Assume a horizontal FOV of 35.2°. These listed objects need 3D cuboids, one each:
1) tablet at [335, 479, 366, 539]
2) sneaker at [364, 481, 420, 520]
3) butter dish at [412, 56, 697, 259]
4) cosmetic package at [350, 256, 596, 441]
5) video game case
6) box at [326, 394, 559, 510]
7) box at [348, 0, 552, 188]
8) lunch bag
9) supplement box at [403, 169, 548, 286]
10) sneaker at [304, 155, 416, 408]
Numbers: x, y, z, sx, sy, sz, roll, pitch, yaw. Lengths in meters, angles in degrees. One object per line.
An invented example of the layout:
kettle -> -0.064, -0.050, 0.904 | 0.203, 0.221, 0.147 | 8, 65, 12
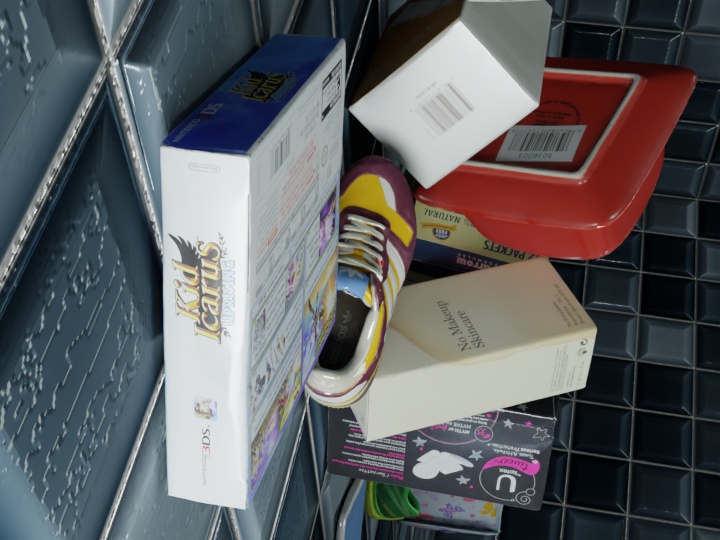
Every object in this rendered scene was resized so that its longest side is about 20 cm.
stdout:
tablet -> -0.017, 0.331, 1.226 | 0.130, 0.014, 0.201 | -51, 146, -74
sneaker -> 0.051, 0.194, 1.322 | 0.074, 0.083, 0.201 | -49, 145, -74
butter dish -> 0.181, -0.079, 0.996 | 0.200, 0.200, 0.148 | -55, 137, -28
cosmetic package -> 0.082, 0.062, 0.948 | 0.104, 0.200, 0.073 | -120, -155, -46
video game case -> -0.051, -0.010, 0.592 | 0.200, 0.045, 0.182 | -65, 160, -63
box -> 0.079, 0.123, 1.049 | 0.132, 0.199, 0.115 | -70, 166, -56
box -> 0.083, -0.183, 0.973 | 0.124, 0.097, 0.200 | -36, -160, 30
lunch bag -> 0.151, 0.361, 1.845 | 0.127, 0.169, 0.200 | -75, 170, -46
supplement box -> 0.101, -0.031, 1.143 | 0.200, 0.134, 0.200 | 112, -9, -60
sneaker -> 0.000, 0.000, 0.844 | 0.090, 0.075, 0.201 | 87, 11, -74
